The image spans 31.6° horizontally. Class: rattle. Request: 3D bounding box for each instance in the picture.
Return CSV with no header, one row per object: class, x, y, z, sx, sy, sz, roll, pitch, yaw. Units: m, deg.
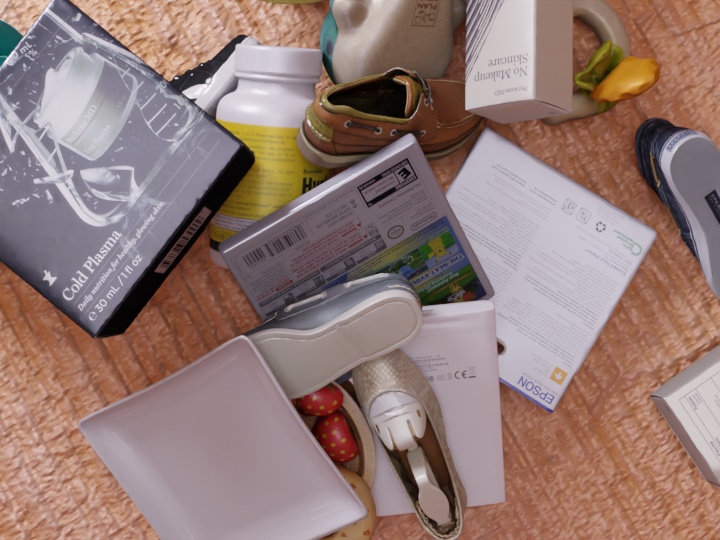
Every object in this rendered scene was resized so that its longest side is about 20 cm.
rattle,0.190,-0.244,1.181,0.128,0.143,0.203,-14,90,7

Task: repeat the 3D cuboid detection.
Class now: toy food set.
toy food set,-0.083,0.179,1.175,0.194,0.049,0.203,0,107,7

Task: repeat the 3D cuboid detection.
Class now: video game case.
video game case,0.000,0.000,1.149,0.198,0.022,0.184,-29,120,3

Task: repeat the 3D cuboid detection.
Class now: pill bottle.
pill bottle,-0.082,-0.104,1.179,0.109,0.111,0.204,4,101,2

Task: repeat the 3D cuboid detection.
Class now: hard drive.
hard drive,0.065,0.130,1.183,0.130,0.027,0.203,-6,112,0

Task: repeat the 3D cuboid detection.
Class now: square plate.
square plate,-0.121,0.171,1.128,0.196,0.029,0.201,-27,106,23

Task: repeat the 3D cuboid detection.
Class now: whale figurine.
whale figurine,0.029,-0.252,1.178,0.157,0.104,0.202,-8,125,-37

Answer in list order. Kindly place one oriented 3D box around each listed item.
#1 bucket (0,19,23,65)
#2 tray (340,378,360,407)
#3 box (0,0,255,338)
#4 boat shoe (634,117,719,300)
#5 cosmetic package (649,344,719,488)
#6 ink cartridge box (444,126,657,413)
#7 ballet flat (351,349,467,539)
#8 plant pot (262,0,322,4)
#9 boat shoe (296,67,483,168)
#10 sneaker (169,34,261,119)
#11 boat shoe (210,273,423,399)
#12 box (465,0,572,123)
bucket,-0.358,-0.128,1.193,0.203,0.135,0.211,0,87,2
tray,-0.046,0.114,1.225,0.197,0.037,0.100,-11,88,2
box,-0.225,-0.083,1.065,0.196,0.124,0.201,38,89,1
boat shoe,0.328,-0.057,1.209,0.070,0.091,0.202,-30,114,0
cosmetic package,0.385,0.104,1.194,0.199,0.073,0.104,-34,88,0
ink cartridge box,0.150,-0.001,1.220,0.195,0.043,0.202,32,91,1
ballet flat,0.051,0.157,1.146,0.067,0.063,0.202,-24,111,9
plant pot,-0.052,-0.382,1.174,0.198,0.201,0.191,-20,73,1
boat shoe,0.040,-0.141,1.131,0.198,0.068,0.072,-19,63,-33
sneaker,-0.192,-0.168,1.221,0.111,0.073,0.201,37,88,6
boat shoe,-0.039,0.056,1.118,0.197,0.062,0.073,-21,120,10
box,0.144,-0.242,1.156,0.081,0.068,0.204,-5,81,39
